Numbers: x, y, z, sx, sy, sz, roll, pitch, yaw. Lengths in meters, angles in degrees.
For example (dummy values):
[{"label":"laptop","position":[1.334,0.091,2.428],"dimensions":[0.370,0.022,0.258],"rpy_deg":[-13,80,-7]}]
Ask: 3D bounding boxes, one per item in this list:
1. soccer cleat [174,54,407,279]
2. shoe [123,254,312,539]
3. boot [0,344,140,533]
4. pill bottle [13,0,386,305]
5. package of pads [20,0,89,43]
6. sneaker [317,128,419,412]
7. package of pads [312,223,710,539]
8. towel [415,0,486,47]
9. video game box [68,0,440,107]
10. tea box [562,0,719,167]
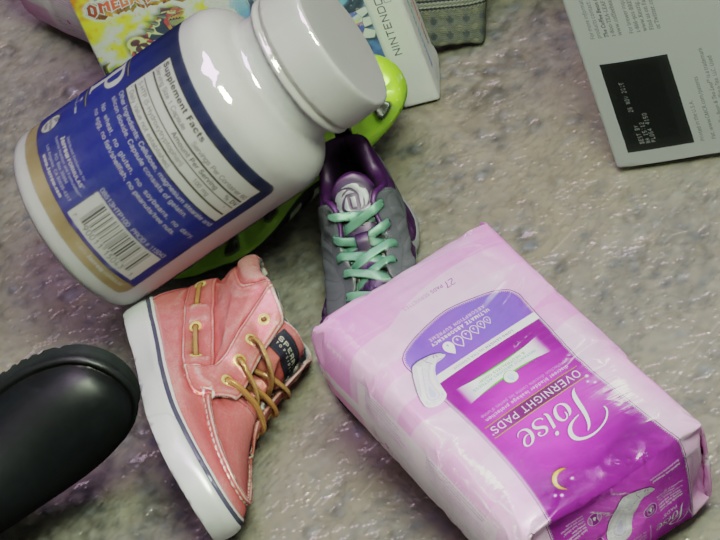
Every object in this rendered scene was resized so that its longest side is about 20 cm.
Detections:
[{"label":"soccer cleat","position":[-0.053,-0.060,1.807],"dimensions":[0.199,0.068,0.081],"rpy_deg":[-36,-2,5]},{"label":"shoe","position":[-0.071,0.065,1.662],"dimensions":[0.091,0.072,0.200],"rpy_deg":[-27,35,3]},{"label":"boot","position":[-0.204,0.148,1.601],"dimensions":[0.199,0.076,0.169],"rpy_deg":[-31,33,25]},{"label":"pill bottle","position":[-0.089,-0.080,1.701],"dimensions":[0.199,0.120,0.120],"rpy_deg":[-33,37,17]},{"label":"package of pads","position":[-0.138,-0.198,1.983],"dimensions":[0.120,0.076,0.199],"rpy_deg":[-41,44,-22]},{"label":"sneaker","position":[0.000,0.000,1.690],"dimensions":[0.074,0.088,0.201],"rpy_deg":[-18,39,4]},{"label":"package of pads","position":[0.077,0.073,1.548],"dimensions":[0.120,0.076,0.200],"rpy_deg":[-33,52,-15]},{"label":"towel","position":[-0.021,-0.227,1.853],"dimensions":[0.198,0.194,0.035],"rpy_deg":[-3,26,1]},{"label":"video game box","position":[-0.068,-0.159,1.825],"dimensions":[0.199,0.183,0.047],"rpy_deg":[-13,42,11]},{"label":"tea box","position":[0.193,-0.204,1.741],"dimensions":[0.133,0.201,0.198],"rpy_deg":[-9,42,16]}]
